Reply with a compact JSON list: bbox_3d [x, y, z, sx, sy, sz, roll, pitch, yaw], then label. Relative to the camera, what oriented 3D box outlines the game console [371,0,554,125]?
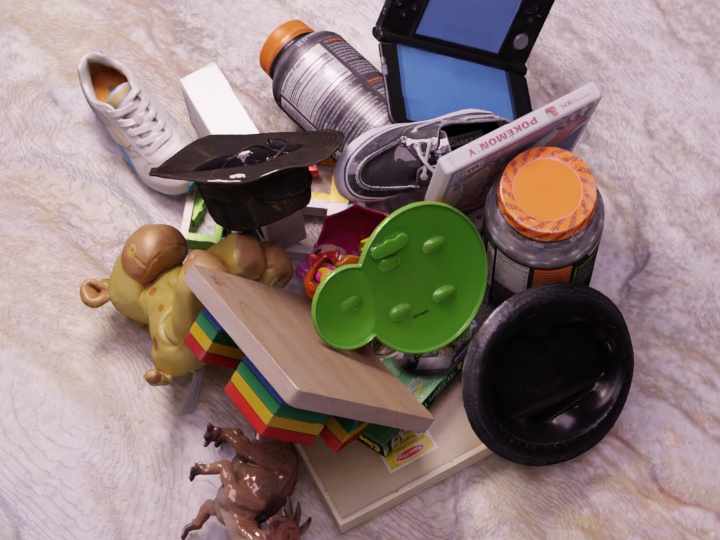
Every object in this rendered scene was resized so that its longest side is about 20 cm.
[{"bbox_3d":[0.124,-0.235,1.652,0.198,0.172,0.119,8,30,-32],"label":"game console"}]

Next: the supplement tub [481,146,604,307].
[{"bbox_3d":[0.183,-0.034,1.581,0.121,0.201,0.124,0,63,1],"label":"supplement tub"}]

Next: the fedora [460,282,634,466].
[{"bbox_3d":[0.174,0.098,1.560,0.198,0.091,0.204,-4,99,-25],"label":"fedora"}]

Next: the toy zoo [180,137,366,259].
[{"bbox_3d":[-0.091,-0.077,1.710,0.197,0.021,0.133,6,64,4],"label":"toy zoo"}]

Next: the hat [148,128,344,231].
[{"bbox_3d":[-0.108,-0.085,1.562,0.198,0.082,0.201,-9,19,3],"label":"hat"}]

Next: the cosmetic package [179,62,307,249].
[{"bbox_3d":[-0.127,-0.120,1.675,0.050,0.083,0.201,-27,65,-12],"label":"cosmetic package"}]

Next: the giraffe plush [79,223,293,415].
[{"bbox_3d":[-0.192,0.021,1.611,0.162,0.172,0.201,39,105,29],"label":"giraffe plush"}]

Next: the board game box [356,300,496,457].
[{"bbox_3d":[0.048,0.092,1.589,0.104,0.024,0.200,30,62,29],"label":"board game box"}]

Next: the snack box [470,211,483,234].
[{"bbox_3d":[0.093,-0.127,1.727,0.072,0.024,0.200,-34,67,-15],"label":"snack box"}]

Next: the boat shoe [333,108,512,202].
[{"bbox_3d":[0.069,-0.117,1.578,0.198,0.068,0.073,-17,103,-24],"label":"boat shoe"}]

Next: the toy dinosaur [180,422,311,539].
[{"bbox_3d":[-0.096,0.214,1.534,0.134,0.086,0.202,15,59,8],"label":"toy dinosaur"}]

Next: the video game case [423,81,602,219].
[{"bbox_3d":[0.147,-0.106,1.591,0.181,0.200,0.023,-27,75,-13],"label":"video game case"}]

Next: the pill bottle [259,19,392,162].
[{"bbox_3d":[-0.025,-0.190,1.703,0.106,0.107,0.200,-37,63,-16],"label":"pill bottle"}]

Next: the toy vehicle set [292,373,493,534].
[{"bbox_3d":[0.037,0.166,1.583,0.198,0.027,0.125,-26,66,-11],"label":"toy vehicle set"}]

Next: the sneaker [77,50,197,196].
[{"bbox_3d":[-0.245,-0.161,1.716,0.076,0.081,0.200,-43,68,-6],"label":"sneaker"}]

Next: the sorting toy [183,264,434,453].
[{"bbox_3d":[-0.061,0.096,1.486,0.200,0.198,0.070,45,108,39],"label":"sorting toy"}]

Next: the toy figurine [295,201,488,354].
[{"bbox_3d":[0.000,0.000,1.585,0.198,0.152,0.184,-23,21,-23],"label":"toy figurine"}]
